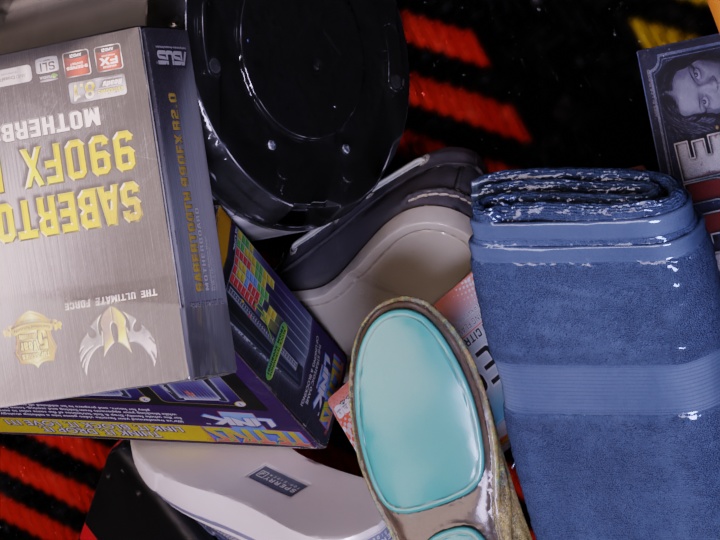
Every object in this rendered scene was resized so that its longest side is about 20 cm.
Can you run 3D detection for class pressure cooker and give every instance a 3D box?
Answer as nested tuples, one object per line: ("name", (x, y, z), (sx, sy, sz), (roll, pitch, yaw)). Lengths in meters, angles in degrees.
("pressure cooker", (-0.100, -0.094, 1.413), (0.199, 0.178, 0.177), (-11, 94, 41))

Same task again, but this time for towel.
("towel", (0.115, 0.049, 1.269), (0.111, 0.049, 0.201), (1, 118, 29))

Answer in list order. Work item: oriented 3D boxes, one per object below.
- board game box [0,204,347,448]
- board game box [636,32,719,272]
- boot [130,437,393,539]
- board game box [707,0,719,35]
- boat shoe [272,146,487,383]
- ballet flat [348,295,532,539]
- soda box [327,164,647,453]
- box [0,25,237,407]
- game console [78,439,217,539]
("board game box", (-0.129, 0.027, 1.411), (0.199, 0.165, 0.057), (2, 65, 24))
("board game box", (0.202, -0.011, 1.260), (0.135, 0.035, 0.201), (-10, 93, 43))
("boot", (-0.046, 0.136, 1.450), (0.200, 0.073, 0.091), (27, 137, 51))
("board game box", (0.240, -0.195, 1.071), (0.199, 0.200, 0.201), (-25, 84, 42))
("boat shoe", (0.000, 0.000, 1.442), (0.200, 0.073, 0.063), (-34, 34, 47))
("ballet flat", (0.045, 0.108, 1.327), (0.071, 0.071, 0.201), (-18, 89, 43))
("soda box", (0.074, 0.034, 1.365), (0.200, 0.063, 0.069), (-43, 73, 40))
("box", (-0.163, -0.017, 1.306), (0.199, 0.048, 0.159), (-8, 89, 25))
("game console", (-0.088, 0.207, 1.545), (0.200, 0.031, 0.177), (49, 141, 22))
